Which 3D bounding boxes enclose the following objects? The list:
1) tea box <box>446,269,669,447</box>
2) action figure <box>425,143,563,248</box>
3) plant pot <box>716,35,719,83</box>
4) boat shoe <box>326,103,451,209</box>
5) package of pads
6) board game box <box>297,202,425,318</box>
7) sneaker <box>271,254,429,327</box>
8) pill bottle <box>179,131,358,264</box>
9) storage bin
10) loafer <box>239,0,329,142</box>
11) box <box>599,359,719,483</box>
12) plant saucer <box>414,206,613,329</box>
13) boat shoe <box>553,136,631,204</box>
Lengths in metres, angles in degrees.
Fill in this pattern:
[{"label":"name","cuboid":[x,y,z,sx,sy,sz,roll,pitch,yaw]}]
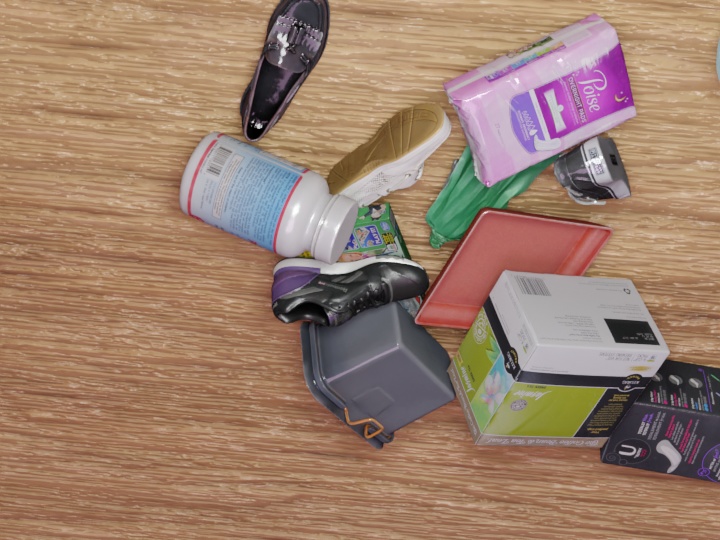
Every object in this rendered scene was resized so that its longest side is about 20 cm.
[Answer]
[{"label":"tea box","cuboid":[0.248,0.117,1.630,0.199,0.134,0.197,5,132,-25]},{"label":"action figure","cuboid":[0.141,-0.100,1.555,0.118,0.055,0.200,27,122,-18]},{"label":"plant pot","cuboid":[0.517,-0.233,1.337,0.195,0.201,0.200,20,128,-21]},{"label":"boat shoe","cuboid":[0.045,-0.133,1.532,0.069,0.071,0.200,29,141,-31]},{"label":"package of pads","cuboid":[0.203,-0.190,1.427,0.199,0.076,0.121,-25,121,-2]},{"label":"board game box","cuboid":[0.000,0.000,1.642,0.134,0.029,0.200,-11,138,13]},{"label":"sneaker","cuboid":[-0.013,0.037,1.595,0.199,0.088,0.076,-2,139,4]},{"label":"pill bottle","cuboid":[-0.109,-0.082,1.529,0.199,0.109,0.109,24,129,10]},{"label":"storage bin","cuboid":[0.031,0.135,1.679,0.134,0.146,0.200,-26,136,21]},{"label":"loafer","cuboid":[-0.088,-0.232,1.467,0.072,0.063,0.200,21,127,-11]},{"label":"box","cuboid":[0.434,0.201,1.732,0.199,0.106,0.123,10,127,-1]},{"label":"plant saucer","cuboid":[0.187,-0.004,1.603,0.199,0.037,0.200,6,134,-28]},{"label":"boat shoe","cuboid":[0.265,-0.109,1.466,0.068,0.199,0.074,-19,88,19]}]
